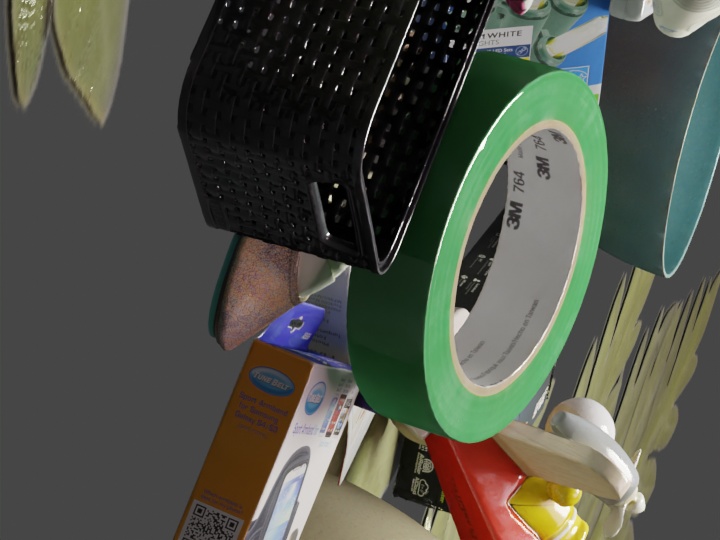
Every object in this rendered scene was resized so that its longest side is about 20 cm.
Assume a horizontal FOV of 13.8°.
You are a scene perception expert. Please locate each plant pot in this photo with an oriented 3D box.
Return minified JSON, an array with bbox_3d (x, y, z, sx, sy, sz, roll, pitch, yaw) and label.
[{"bbox_3d":[0.177,-0.109,2.078,0.200,0.135,0.200,16,90,-77],"label":"plant pot"}]

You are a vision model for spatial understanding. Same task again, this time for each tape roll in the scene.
[{"bbox_3d":[0.063,-0.012,1.552,0.200,0.048,0.201,-42,141,-46],"label":"tape roll"}]

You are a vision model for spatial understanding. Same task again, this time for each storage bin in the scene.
[{"bbox_3d":[-0.005,-0.116,1.424,0.135,0.094,0.200,79,30,-63],"label":"storage bin"}]

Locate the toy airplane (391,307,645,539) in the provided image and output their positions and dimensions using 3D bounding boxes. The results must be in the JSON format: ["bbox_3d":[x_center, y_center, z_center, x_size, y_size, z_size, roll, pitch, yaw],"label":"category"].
[{"bbox_3d":[0.093,0.110,1.853,0.141,0.200,0.199,-27,151,-23],"label":"toy airplane"}]

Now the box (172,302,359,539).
[{"bbox_3d":[-0.053,0.115,1.559,0.200,0.041,0.119,-66,167,2],"label":"box"}]

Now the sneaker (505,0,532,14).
[{"bbox_3d":[0.101,-0.199,1.539,0.088,0.081,0.200,-39,180,-6],"label":"sneaker"}]

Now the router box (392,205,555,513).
[{"bbox_3d":[0.090,0.061,2.075,0.200,0.062,0.150,-49,153,-61],"label":"router box"}]

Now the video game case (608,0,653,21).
[{"bbox_3d":[0.192,-0.245,1.746,0.200,0.023,0.182,-36,139,-71],"label":"video game case"}]

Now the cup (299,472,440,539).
[{"bbox_3d":[0.010,0.233,1.775,0.200,0.143,0.201,16,90,-76],"label":"cup"}]

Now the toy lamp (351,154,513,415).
[{"bbox_3d":[0.045,-0.016,1.633,0.058,0.058,0.200,22,86,-77],"label":"toy lamp"}]

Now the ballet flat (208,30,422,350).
[{"bbox_3d":[-0.015,-0.045,1.514,0.068,0.067,0.200,71,37,-67],"label":"ballet flat"}]

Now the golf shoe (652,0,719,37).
[{"bbox_3d":[0.205,-0.219,1.675,0.200,0.078,0.097,-62,179,-29],"label":"golf shoe"}]

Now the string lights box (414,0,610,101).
[{"bbox_3d":[0.088,-0.176,1.688,0.059,0.103,0.200,-107,-166,-46],"label":"string lights box"}]

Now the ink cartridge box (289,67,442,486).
[{"bbox_3d":[0.000,0.000,1.688,0.200,0.047,0.160,94,17,-50],"label":"ink cartridge box"}]
